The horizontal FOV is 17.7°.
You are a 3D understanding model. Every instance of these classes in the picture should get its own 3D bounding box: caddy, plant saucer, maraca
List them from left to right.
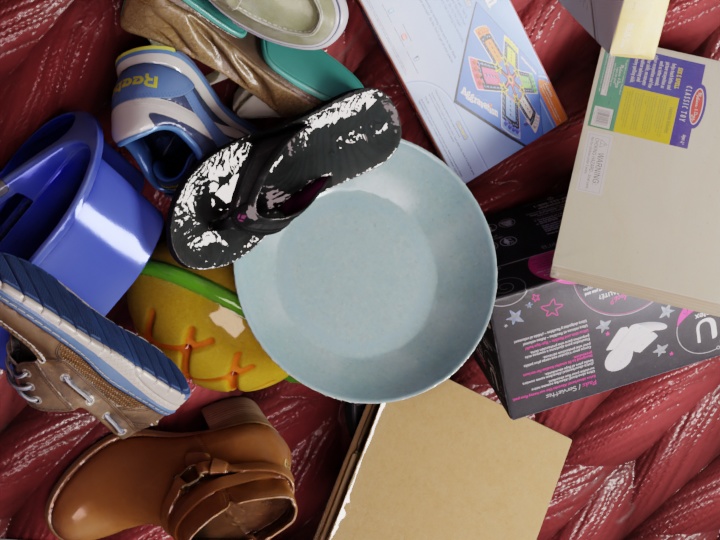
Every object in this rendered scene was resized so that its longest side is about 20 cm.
[{"bbox_3d":[-0.236,-0.021,1.660,0.105,0.142,0.200,34,102,-32],"label":"caddy"},{"bbox_3d":[-0.089,0.044,1.738,0.199,0.137,0.107,32,77,-20],"label":"maraca"},{"bbox_3d":[0.000,0.000,1.692,0.200,0.039,0.202,3,78,-16],"label":"plant saucer"}]

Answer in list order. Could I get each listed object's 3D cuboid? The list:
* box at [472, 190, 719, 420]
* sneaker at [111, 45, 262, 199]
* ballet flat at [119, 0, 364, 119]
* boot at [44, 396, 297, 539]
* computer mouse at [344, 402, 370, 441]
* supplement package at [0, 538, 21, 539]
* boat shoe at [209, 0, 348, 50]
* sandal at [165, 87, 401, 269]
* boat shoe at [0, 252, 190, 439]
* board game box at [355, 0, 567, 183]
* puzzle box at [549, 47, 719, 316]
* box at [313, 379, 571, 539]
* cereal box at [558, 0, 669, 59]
[{"bbox_3d":[0.181,0.014,1.796,0.199,0.132,0.115,-16,120,-8],"label":"box"},{"bbox_3d":[-0.112,-0.076,1.684,0.074,0.083,0.200,-23,132,34],"label":"sneaker"},{"bbox_3d":[-0.091,-0.152,1.685,0.199,0.068,0.072,29,125,-25],"label":"ballet flat"},{"bbox_3d":[-0.145,0.179,1.772,0.199,0.155,0.074,-29,120,0],"label":"boot"},{"bbox_3d":[0.015,0.051,1.830,0.058,0.034,0.201,-5,110,-28],"label":"computer mouse"},{"bbox_3d":[-0.251,0.313,1.809,0.199,0.152,0.151,6,113,-18],"label":"supplement package"},{"bbox_3d":[-0.099,-0.216,1.608,0.199,0.062,0.072,33,109,-2],"label":"boat shoe"},{"bbox_3d":[-0.052,-0.070,1.637,0.200,0.048,0.076,-34,109,-20],"label":"sandal"},{"bbox_3d":[-0.205,0.061,1.591,0.072,0.072,0.200,-45,126,10],"label":"boat shoe"},{"bbox_3d":[0.073,-0.168,1.736,0.103,0.019,0.201,-31,120,-3],"label":"board game box"},{"bbox_3d":[0.225,-0.073,1.729,0.132,0.201,0.025,13,157,5],"label":"puzzle box"},{"bbox_3d":[0.070,0.176,1.855,0.199,0.021,0.164,27,80,-33],"label":"box"},{"bbox_3d":[0.173,-0.250,1.626,0.039,0.200,0.145,5,114,-18],"label":"cereal box"}]
